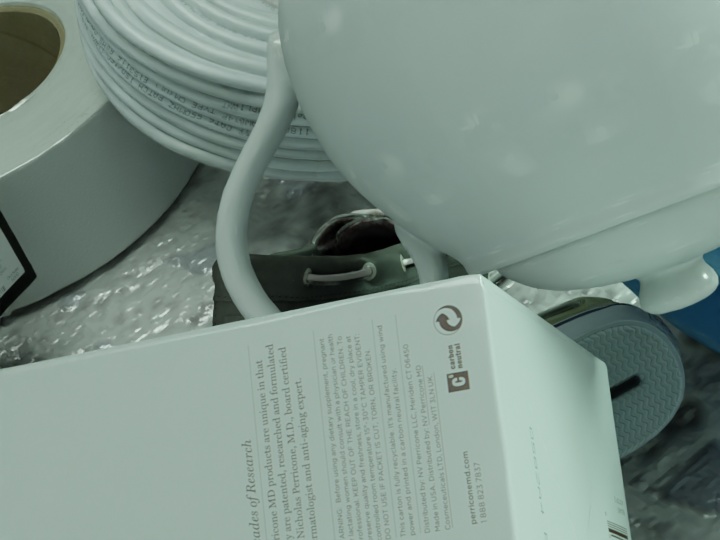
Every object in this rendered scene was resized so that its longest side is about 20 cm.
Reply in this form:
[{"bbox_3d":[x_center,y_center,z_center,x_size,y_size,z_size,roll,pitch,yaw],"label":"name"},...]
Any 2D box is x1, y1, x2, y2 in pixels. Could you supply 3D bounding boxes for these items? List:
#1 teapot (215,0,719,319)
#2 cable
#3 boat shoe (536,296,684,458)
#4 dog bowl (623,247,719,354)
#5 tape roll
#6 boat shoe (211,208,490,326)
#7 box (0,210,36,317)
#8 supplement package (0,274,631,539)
[{"bbox_3d":[0.073,-0.055,0.768,0.197,0.146,0.200,-20,0,-32],"label":"teapot"},{"bbox_3d":[-0.031,-0.122,1.059,0.199,0.069,0.200,-9,48,-21],"label":"cable"},{"bbox_3d":[0.024,0.070,0.878,0.199,0.072,0.062,-23,13,-3],"label":"boat shoe"},{"bbox_3d":[0.154,0.004,0.842,0.050,0.112,0.200,-50,43,-10],"label":"dog bowl"},{"bbox_3d":[-0.175,-0.067,1.129,0.202,0.071,0.203,-14,39,12],"label":"tape roll"},{"bbox_3d":[0.000,0.000,0.900,0.067,0.057,0.200,-7,11,23],"label":"boat shoe"},{"bbox_3d":[-0.256,0.045,1.012,0.200,0.049,0.160,-11,30,37],"label":"box"},{"bbox_3d":[-0.026,0.105,0.739,0.199,0.151,0.152,-11,75,17],"label":"supplement package"}]
